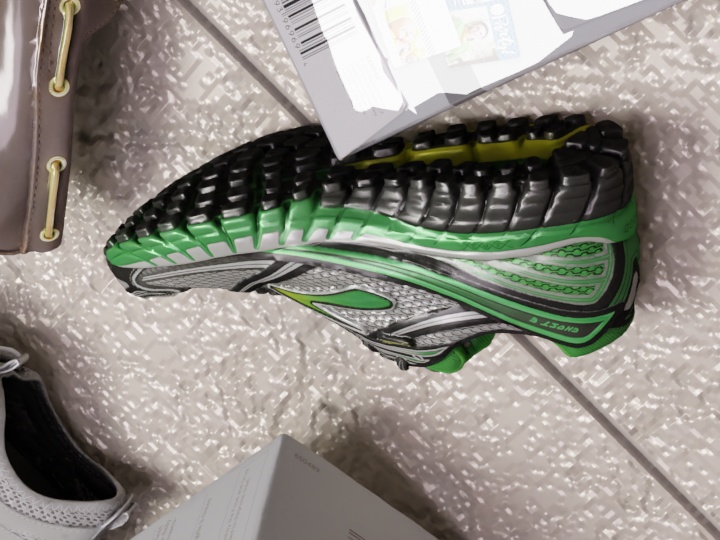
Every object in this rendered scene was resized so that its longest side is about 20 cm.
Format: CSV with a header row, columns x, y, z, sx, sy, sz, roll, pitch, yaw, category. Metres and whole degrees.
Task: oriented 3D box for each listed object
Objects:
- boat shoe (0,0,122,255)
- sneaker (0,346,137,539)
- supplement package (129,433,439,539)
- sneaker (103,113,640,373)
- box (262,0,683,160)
x,y,z,sx,sy,sz,roll,pitch,yaw,category
-0.115,-0.098,0.812,0.059,0.072,0.200,8,111,-21,boat shoe
-0.167,0.041,0.913,0.082,0.075,0.200,-33,108,30,sneaker
-0.058,0.174,0.869,0.117,0.117,0.200,37,130,-22,supplement package
0.000,0.000,0.790,0.200,0.078,0.085,0,115,28,sneaker
0.043,-0.142,0.707,0.200,0.041,0.156,-23,95,36,box
